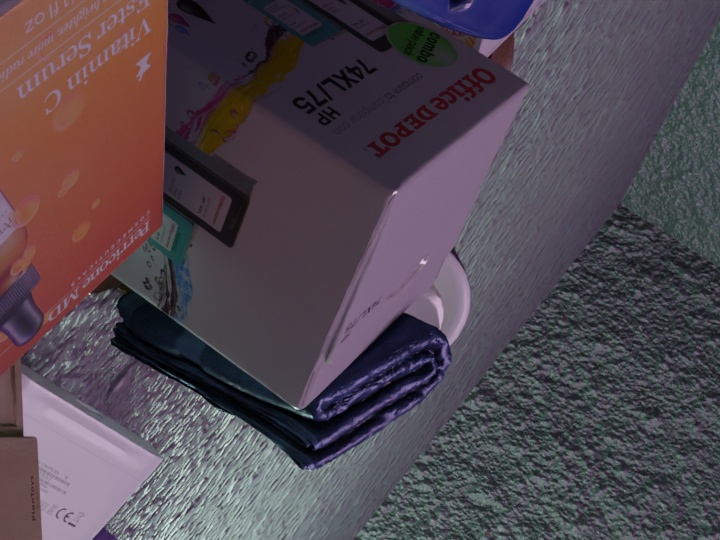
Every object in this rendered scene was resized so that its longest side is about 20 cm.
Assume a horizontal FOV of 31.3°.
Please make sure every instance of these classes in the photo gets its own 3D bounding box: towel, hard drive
[{"bbox_3d":[-0.049,0.042,0.738,0.112,0.200,0.049,-27,121,-33],"label":"towel"},{"bbox_3d":[-0.229,0.159,0.770,0.200,0.027,0.132,-48,136,-2],"label":"hard drive"}]

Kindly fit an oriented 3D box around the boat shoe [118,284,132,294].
[{"bbox_3d":[-0.118,0.020,0.910,0.070,0.070,0.200,-47,174,-7],"label":"boat shoe"}]

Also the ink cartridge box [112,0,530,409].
[{"bbox_3d":[-0.050,-0.065,0.651,0.147,0.200,0.146,-41,160,-49],"label":"ink cartridge box"}]

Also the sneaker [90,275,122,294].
[{"bbox_3d":[-0.118,-0.029,0.785,0.200,0.067,0.090,-48,160,-41],"label":"sneaker"}]

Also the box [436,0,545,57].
[{"bbox_3d":[0.099,-0.253,0.917,0.200,0.112,0.101,-46,162,-33],"label":"box"}]

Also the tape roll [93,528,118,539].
[{"bbox_3d":[-0.268,0.320,1.115,0.200,0.066,0.200,-51,167,-17],"label":"tape roll"}]

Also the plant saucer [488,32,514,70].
[{"bbox_3d":[0.060,-0.133,1.007,0.200,0.037,0.201,-47,-157,27],"label":"plant saucer"}]

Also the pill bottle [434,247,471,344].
[{"bbox_3d":[0.021,-0.008,1.027,0.106,0.106,0.200,-59,-166,14],"label":"pill bottle"}]

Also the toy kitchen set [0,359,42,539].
[{"bbox_3d":[-0.273,0.135,0.633,0.163,0.180,0.200,49,36,-80],"label":"toy kitchen set"}]

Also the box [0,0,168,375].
[{"bbox_3d":[-0.161,-0.056,0.486,0.152,0.106,0.200,-48,165,-30],"label":"box"}]

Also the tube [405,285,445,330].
[{"bbox_3d":[0.000,0.000,0.855,0.058,0.052,0.200,-29,-157,-5],"label":"tube"}]

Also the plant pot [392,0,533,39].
[{"bbox_3d":[-0.008,-0.214,0.466,0.180,0.200,0.200,-16,139,-60],"label":"plant pot"}]
